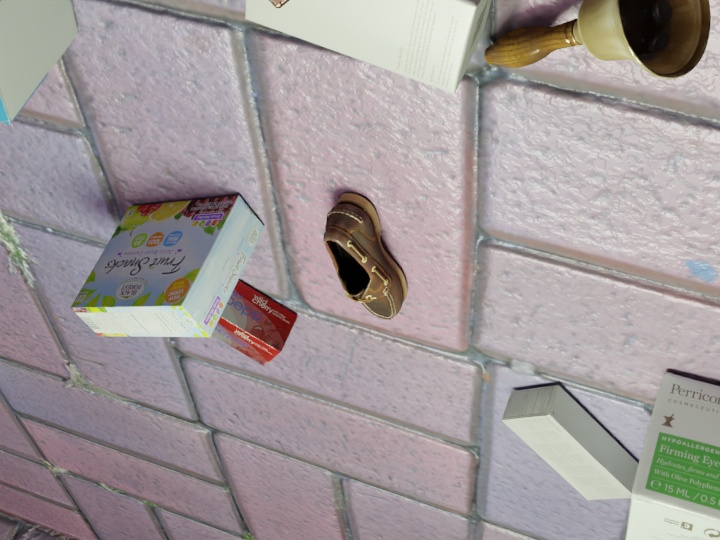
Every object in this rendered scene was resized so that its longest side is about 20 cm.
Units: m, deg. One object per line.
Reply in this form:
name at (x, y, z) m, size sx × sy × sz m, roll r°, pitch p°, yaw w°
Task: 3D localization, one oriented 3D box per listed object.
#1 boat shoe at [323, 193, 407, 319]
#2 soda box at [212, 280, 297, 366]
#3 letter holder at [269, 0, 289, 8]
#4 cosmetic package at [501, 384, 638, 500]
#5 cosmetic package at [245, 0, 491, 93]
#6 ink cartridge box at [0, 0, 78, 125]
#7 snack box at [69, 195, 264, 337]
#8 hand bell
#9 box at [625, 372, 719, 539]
boat shoe at (0.000, 0.000, 1.306) m, size 0.070 × 0.071 × 0.201 m, roll 5°, pitch 145°, yaw 27°
soda box at (-0.189, 0.046, 1.510) m, size 0.199 × 0.064 × 0.070 m, roll 32°, pitch 149°, yaw -11°
letter holder at (-0.025, -0.310, 0.770) m, size 0.199 × 0.101 × 0.142 m, roll -32°, pitch 118°, yaw 25°
cosmetic package at (0.279, 0.226, 1.458) m, size 0.082 × 0.051 × 0.200 m, roll -13°, pitch 132°, yaw 48°
cosmetic package at (0.008, -0.240, 0.932) m, size 0.198 × 0.085 × 0.108 m, roll 23°, pitch 148°, yaw 6°
ink cartridge box at (-0.415, -0.272, 1.121) m, size 0.198 × 0.148 × 0.145 m, roll 19°, pitch 148°, yaw 10°
snack box at (-0.236, -0.003, 1.370) m, size 0.198 × 0.170 × 0.068 m, roll -3°, pitch 141°, yaw 38°
hand bell at (0.172, -0.191, 0.910) m, size 0.104 × 0.105 × 0.199 m, roll 42°, pitch 157°, yaw -25°
box at (0.420, 0.258, 1.290) m, size 0.197 × 0.172 × 0.201 m, roll 13°, pitch 146°, yaw 18°
